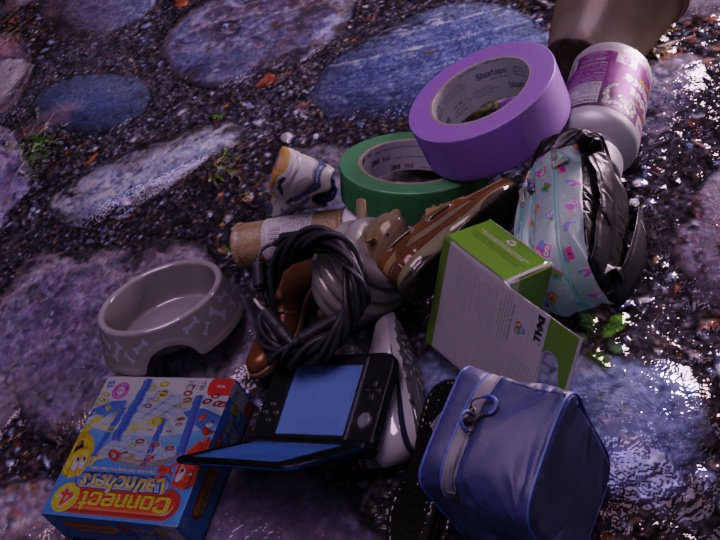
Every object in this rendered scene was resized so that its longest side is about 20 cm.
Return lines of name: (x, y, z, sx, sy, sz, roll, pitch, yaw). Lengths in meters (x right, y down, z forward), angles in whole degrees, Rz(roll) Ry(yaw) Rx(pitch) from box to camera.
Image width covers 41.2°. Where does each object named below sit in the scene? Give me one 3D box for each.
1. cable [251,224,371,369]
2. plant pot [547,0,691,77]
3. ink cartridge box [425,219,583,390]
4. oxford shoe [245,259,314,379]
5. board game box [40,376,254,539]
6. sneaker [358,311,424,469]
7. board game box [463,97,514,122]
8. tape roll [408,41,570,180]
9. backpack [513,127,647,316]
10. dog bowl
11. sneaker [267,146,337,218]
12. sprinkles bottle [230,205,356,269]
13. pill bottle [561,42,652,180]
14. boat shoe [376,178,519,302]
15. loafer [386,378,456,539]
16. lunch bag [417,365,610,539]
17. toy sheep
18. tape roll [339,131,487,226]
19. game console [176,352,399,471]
cable: (-0.065, 0.032, 1.109, 0.199, 0.050, 0.165, -2, 77, 46)
plant pot: (0.348, -0.361, 1.345, 0.199, 0.200, 0.175, 18, 75, 37)
ink cartridge box: (0.169, 0.063, 1.025, 0.075, 0.149, 0.200, -21, 44, -34)
oxford shoe: (-0.108, 0.048, 1.228, 0.071, 0.071, 0.201, -15, 41, 40)
board game box: (-0.252, 0.224, 1.149, 0.198, 0.056, 0.197, -2, 48, 24)
sneaker: (0.027, 0.132, 1.095, 0.080, 0.077, 0.201, -24, 40, 18)
board game box: (0.179, -0.241, 1.372, 0.199, 0.033, 0.119, -35, 38, -32)
tape roll: (0.163, -0.205, 1.220, 0.198, 0.066, 0.201, -22, 35, 16)
backpack: (0.248, -0.041, 1.106, 0.126, 0.167, 0.202, -20, 43, 35)
dog bowl: (-0.258, 0.055, 1.277, 0.198, 0.059, 0.201, -14, 30, 8)
sneaker: (-0.078, -0.105, 1.325, 0.087, 0.200, 0.076, 17, 81, -2)
sprinkles bottle: (-0.079, -0.046, 1.316, 0.198, 0.069, 0.069, -7, 46, 20)
pill bottle: (0.309, -0.191, 1.235, 0.111, 0.113, 0.201, 1, 50, 27)
boat shoe: (0.100, -0.048, 1.096, 0.199, 0.076, 0.074, -37, 51, -26)
loafer: (0.088, 0.215, 0.981, 0.073, 0.071, 0.202, -11, 55, 57)
lunch bag: (0.136, 0.183, 0.894, 0.131, 0.201, 0.137, 9, 58, 35)
toy sheep: (0.000, 0.000, 1.181, 0.136, 0.200, 0.139, 16, 48, -19)
tape roll: (0.071, -0.127, 1.284, 0.198, 0.049, 0.201, -2, 30, 1)
game console: (-0.079, 0.152, 1.048, 0.198, 0.118, 0.172, -7, 57, 43)
